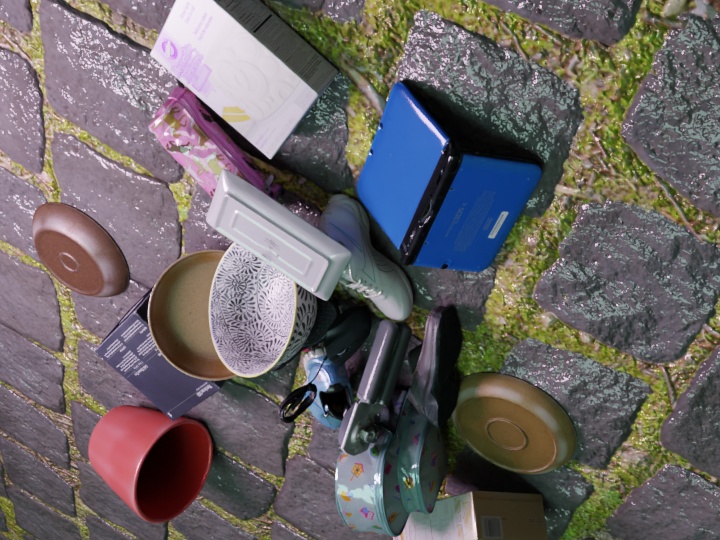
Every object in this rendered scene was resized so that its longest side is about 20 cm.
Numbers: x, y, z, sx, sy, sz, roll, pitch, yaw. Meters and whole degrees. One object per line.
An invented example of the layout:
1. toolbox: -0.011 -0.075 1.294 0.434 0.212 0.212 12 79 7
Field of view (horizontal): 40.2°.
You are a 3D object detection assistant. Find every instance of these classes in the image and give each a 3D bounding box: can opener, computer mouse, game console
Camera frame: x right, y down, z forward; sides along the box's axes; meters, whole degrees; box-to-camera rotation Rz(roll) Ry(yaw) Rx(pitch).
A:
1. can opener: 0.011 0.162 1.382 0.053 0.204 0.066 11 -170 -41
2. computer mouse: -0.046 0.135 1.392 0.034 0.201 0.059 25 164 40
3. game console: 0.101 -0.108 1.184 0.167 0.120 0.201 6 142 -14

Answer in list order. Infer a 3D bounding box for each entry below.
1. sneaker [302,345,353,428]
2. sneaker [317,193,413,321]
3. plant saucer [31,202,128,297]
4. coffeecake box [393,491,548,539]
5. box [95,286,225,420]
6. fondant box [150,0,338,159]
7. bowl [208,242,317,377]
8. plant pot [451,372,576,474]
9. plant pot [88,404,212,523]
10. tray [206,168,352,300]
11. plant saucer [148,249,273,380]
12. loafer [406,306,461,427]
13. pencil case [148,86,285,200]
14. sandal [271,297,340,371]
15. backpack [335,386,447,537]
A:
1. sneaker: -0.048 0.198 1.500 0.077 0.091 0.201 -16 147 -6
2. sneaker: 0.000 0.000 1.313 0.070 0.081 0.202 -13 122 40
3. plant saucer: -0.484 -0.023 1.665 0.197 0.037 0.203 20 139 18
4. coffeecake box: 0.167 0.399 1.534 0.151 0.075 0.199 11 154 -35
5. box: -0.312 0.128 1.626 0.182 0.105 0.199 44 141 -10
6. fondant box: -0.143 -0.250 1.184 0.199 0.058 0.144 41 140 -5
7. bowl: -0.124 0.052 1.414 0.199 0.205 0.093 -14 165 43
8. plant pot: 0.215 0.231 1.429 0.197 0.028 0.202 20 138 18
9. plant pot: -0.410 0.353 1.875 0.175 0.201 0.203 17 138 35
10. tray: -0.112 -0.039 1.272 0.198 0.022 0.108 33 138 3
11. plant saucer: -0.222 0.065 1.497 0.196 0.035 0.205 -1 102 -3
12. loafer: 0.095 0.130 1.378 0.071 0.073 0.203 24 130 29
13. pencil case: -0.191 -0.148 1.300 0.086 0.083 0.200 -40 102 16
14. sandal: -0.086 0.091 1.480 0.199 0.044 0.076 -38 62 45
15. backpack: 0.044 0.294 1.474 0.151 0.201 0.178 9 134 27
